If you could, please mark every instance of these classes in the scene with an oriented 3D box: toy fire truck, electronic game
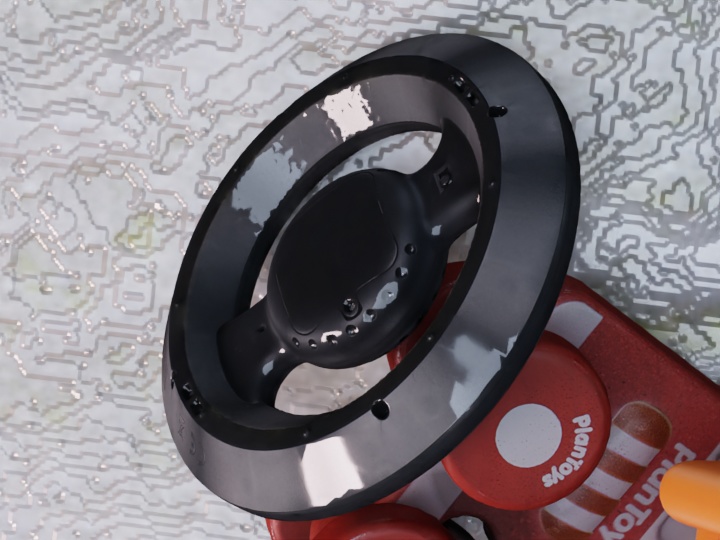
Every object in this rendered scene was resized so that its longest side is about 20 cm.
[{"bbox_3d":[0.064,0.104,0.999,0.168,0.112,0.200,35,97,-18],"label":"toy fire truck"},{"bbox_3d":[0.000,0.000,0.962,0.200,0.200,0.042,-49,129,8],"label":"electronic game"}]

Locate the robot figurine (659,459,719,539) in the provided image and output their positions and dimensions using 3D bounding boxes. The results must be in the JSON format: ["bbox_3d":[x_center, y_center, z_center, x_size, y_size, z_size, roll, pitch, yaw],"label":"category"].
[{"bbox_3d":[0.205,0.111,0.953,0.199,0.117,0.144,5,54,-27],"label":"robot figurine"}]
